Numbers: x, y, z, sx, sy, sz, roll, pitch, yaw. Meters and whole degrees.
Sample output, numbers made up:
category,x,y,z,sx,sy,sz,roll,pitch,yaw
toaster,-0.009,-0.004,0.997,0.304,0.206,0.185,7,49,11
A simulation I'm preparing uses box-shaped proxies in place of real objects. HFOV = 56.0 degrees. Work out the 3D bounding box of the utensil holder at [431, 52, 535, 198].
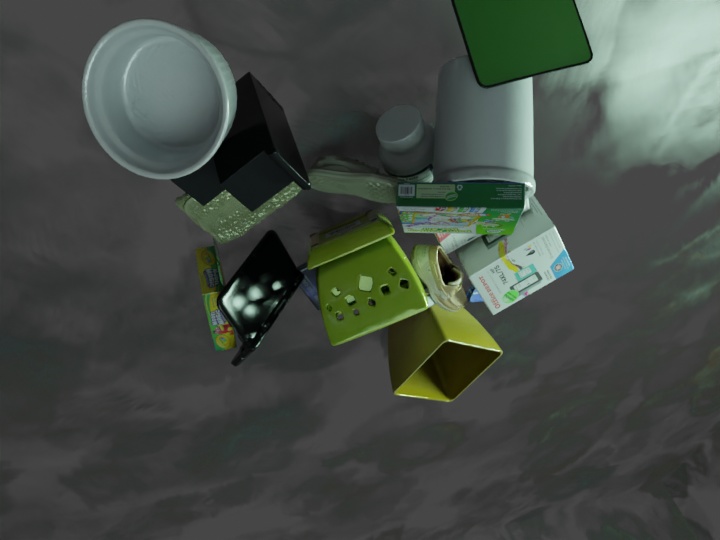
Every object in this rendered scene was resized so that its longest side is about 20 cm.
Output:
category,x,y,z,sx,sy,sz,roll,pitch,yaw
utensil holder,0.201,-0.224,1.100,0.166,0.204,0.170,3,172,0

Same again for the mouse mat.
category,x,y,z,sx,sy,sz,roll,pitch,yaw
mouse mat,0.249,-0.375,1.044,0.196,0.164,0.008,-15,173,-10

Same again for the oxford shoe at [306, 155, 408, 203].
category,x,y,z,sx,sy,sz,roll,pitch,yaw
oxford shoe,0.003,-0.161,1.168,0.196,0.059,0.076,12,155,12

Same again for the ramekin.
category,x,y,z,sx,sy,sz,roll,pitch,yaw
ramekin,-0.264,-0.235,0.923,0.196,0.098,0.204,2,109,5

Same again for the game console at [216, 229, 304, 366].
category,x,y,z,sx,sy,sz,roll,pitch,yaw
game console,-0.206,0.055,1.301,0.116,0.201,0.176,38,144,-8

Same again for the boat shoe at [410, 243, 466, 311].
category,x,y,z,sx,sy,sz,roll,pitch,yaw
boat shoe,0.175,0.018,1.382,0.068,0.075,0.200,-6,143,37

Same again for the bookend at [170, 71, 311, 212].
category,x,y,z,sx,sy,sz,roll,pitch,yaw
bookend,-0.196,-0.158,1.023,0.197,0.202,0.092,-34,140,13

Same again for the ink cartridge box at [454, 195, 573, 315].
category,x,y,z,sx,sy,sz,roll,pitch,yaw
ink cartridge box,0.315,-0.041,1.433,0.198,0.147,0.147,-31,132,11

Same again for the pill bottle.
category,x,y,z,sx,sy,sz,roll,pitch,yaw
pill bottle,0.096,-0.192,1.198,0.110,0.112,0.201,-27,141,6

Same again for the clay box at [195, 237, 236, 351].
category,x,y,z,sx,sy,sz,roll,pitch,yaw
clay box,-0.275,0.046,1.282,0.047,0.116,0.202,-12,139,-10

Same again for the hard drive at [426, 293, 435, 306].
category,x,y,z,sx,sy,sz,roll,pitch,yaw
hard drive,0.086,0.085,1.403,0.130,0.027,0.199,-23,176,22

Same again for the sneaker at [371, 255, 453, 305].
category,x,y,z,sx,sy,sz,roll,pitch,yaw
sneaker,0.109,0.014,1.454,0.197,0.075,0.089,-25,162,-11

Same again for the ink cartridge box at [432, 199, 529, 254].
category,x,y,z,sx,sy,sz,roll,pitch,yaw
ink cartridge box,0.224,-0.133,1.328,0.198,0.086,0.146,-30,155,6

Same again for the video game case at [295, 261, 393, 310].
category,x,y,z,sx,sy,sz,roll,pitch,yaw
video game case,-0.033,-0.001,1.424,0.197,0.019,0.143,-27,141,5

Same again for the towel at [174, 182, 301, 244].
category,x,y,z,sx,sy,sz,roll,pitch,yaw
towel,-0.206,-0.132,1.178,0.198,0.037,0.148,-33,141,12

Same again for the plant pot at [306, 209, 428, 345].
category,x,y,z,sx,sy,sz,roll,pitch,yaw
plant pot,0.000,0.000,1.283,0.197,0.199,0.184,-22,104,2

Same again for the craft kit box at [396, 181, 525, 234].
category,x,y,z,sx,sy,sz,roll,pitch,yaw
craft kit box,0.162,-0.100,1.116,0.196,0.050,0.197,2,175,8

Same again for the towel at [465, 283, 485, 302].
category,x,y,z,sx,sy,sz,roll,pitch,yaw
towel,0.352,0.007,1.616,0.143,0.024,0.201,5,133,-32

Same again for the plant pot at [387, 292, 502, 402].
category,x,y,z,sx,sy,sz,roll,pitch,yaw
plant pot,0.175,0.169,1.591,0.198,0.178,0.201,14,129,-37
